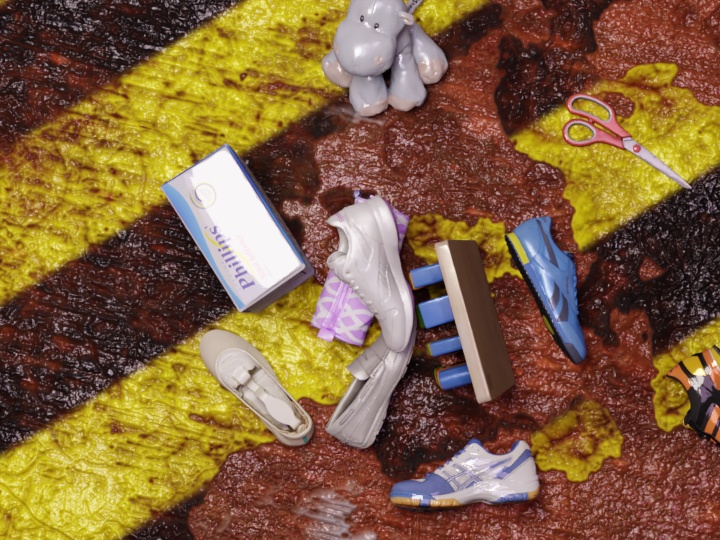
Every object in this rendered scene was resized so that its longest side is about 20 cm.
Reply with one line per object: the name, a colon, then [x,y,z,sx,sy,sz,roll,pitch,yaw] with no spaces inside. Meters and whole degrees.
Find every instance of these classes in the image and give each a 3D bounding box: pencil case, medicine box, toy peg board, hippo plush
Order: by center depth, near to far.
medicine box: [-0.151,-0.048,1.592,0.103,0.200,0.183,-33,87,-1]
toy peg board: [0.113,0.071,1.594,0.097,0.199,0.202,-17,87,16]
hippo plush: [0.041,-0.302,1.620,0.159,0.161,0.201,28,88,2]
pencil case: [0.000,0.000,1.645,0.083,0.085,0.201,18,89,8]

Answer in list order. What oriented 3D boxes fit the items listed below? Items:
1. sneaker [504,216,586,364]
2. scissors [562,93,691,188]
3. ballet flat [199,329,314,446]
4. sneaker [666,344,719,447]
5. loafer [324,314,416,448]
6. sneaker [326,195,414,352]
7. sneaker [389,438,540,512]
sneaker: [0.265,0.024,1.650,0.078,0.066,0.201,-25,87,-4]
scissors: [0.366,-0.177,1.682,0.199,0.014,0.074,22,86,3]
ballet flat: [-0.138,0.153,1.650,0.200,0.069,0.070,43,89,3]
sneaker: [0.473,0.204,1.643,0.090,0.070,0.201,-23,87,15]
loafer: [0.016,0.136,1.644,0.069,0.070,0.201,23,88,-15]
sneaker: [0.010,0.011,1.579,0.099,0.075,0.202,-16,100,-14]
sneaker: [0.134,0.270,1.645,0.198,0.075,0.089,-5,76,-6]
